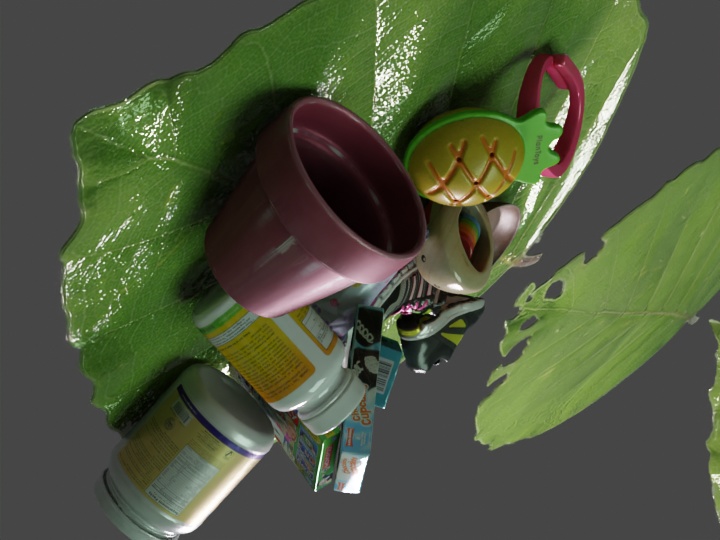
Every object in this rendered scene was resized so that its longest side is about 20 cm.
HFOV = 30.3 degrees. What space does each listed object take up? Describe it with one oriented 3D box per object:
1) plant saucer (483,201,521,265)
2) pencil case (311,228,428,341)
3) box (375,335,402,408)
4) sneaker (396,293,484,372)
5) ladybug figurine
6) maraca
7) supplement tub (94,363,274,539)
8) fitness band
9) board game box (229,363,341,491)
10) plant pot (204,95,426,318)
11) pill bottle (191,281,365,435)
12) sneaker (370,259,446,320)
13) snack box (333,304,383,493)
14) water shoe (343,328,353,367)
[{"bbox_3d":[0.151,-0.030,1.947,0.200,0.034,0.201,-36,157,-18],"label":"plant saucer"},{"bbox_3d":[0.000,0.000,1.687,0.200,0.083,0.091,-50,164,16],"label":"pencil case"},{"bbox_3d":[0.022,0.137,1.867,0.200,0.049,0.083,-92,-160,-88],"label":"box"},{"bbox_3d":[0.111,0.086,1.896,0.199,0.074,0.085,-21,115,-51],"label":"sneaker"},{"bbox_3d":[0.121,-0.039,1.762,0.072,0.136,0.200,-19,-162,25],"label":"ladybug figurine"},{"bbox_3d":[0.149,-0.141,1.618,0.198,0.107,0.138,-9,138,-7],"label":"maraca"},{"bbox_3d":[-0.218,0.231,1.643,0.200,0.145,0.145,-47,157,9],"label":"supplement tub"},{"bbox_3d":[0.245,-0.200,1.723,0.200,0.037,0.145,28,77,-65],"label":"fitness band"},{"bbox_3d":[-0.097,0.162,1.653,0.029,0.200,0.135,-28,153,-23],"label":"board game box"},{"bbox_3d":[-0.059,-0.050,1.392,0.179,0.201,0.199,-38,162,30],"label":"plant pot"},{"bbox_3d":[-0.088,0.088,1.516,0.111,0.200,0.111,-39,-166,11],"label":"pill bottle"},{"bbox_3d":[0.069,0.034,1.788,0.074,0.088,0.200,-31,-171,46],"label":"sneaker"},{"bbox_3d":[-0.002,0.158,1.637,0.037,0.201,0.116,7,147,-2],"label":"snack box"},{"bbox_3d":[-0.018,0.105,1.854,0.079,0.071,0.200,-39,160,-30],"label":"water shoe"}]
